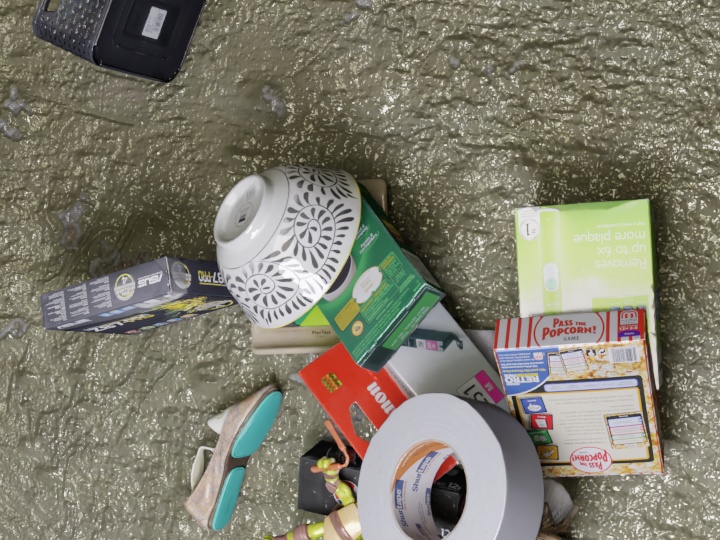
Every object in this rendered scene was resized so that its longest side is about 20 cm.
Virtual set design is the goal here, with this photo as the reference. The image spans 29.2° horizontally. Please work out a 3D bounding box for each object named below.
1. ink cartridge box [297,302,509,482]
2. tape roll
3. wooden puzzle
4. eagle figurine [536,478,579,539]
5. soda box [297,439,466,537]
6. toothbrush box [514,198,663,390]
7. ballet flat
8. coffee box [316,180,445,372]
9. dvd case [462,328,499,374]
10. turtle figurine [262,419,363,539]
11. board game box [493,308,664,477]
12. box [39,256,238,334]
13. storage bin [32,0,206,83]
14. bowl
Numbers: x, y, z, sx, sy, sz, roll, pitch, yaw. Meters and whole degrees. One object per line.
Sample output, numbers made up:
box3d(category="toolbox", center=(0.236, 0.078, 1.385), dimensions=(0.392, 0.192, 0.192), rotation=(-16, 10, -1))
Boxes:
box3d(category="ink cartridge box", center=(0.053, 0.131, 1.532), dimensions=(0.173, 0.044, 0.200), rotation=(-35, 72, -13))
box3d(category="tape roll", center=(0.089, 0.229, 1.408), dimensions=(0.199, 0.066, 0.202), rotation=(-14, 70, 41))
box3d(category="wooden puzzle", center=(-0.053, -0.004, 1.628), dimensions=(0.183, 0.037, 0.202), rotation=(-4, 84, 23))
box3d(category="eagle figurine", center=(0.161, 0.333, 1.458), dimensions=(0.152, 0.150, 0.201), rotation=(57, 139, 28))
box3d(category="soda box", center=(0.029, 0.253, 1.582), dimensions=(0.198, 0.063, 0.072), rotation=(10, 106, 21))
box3d(category="toothbrush box", center=(0.246, 0.028, 1.482), dimensions=(0.144, 0.086, 0.202), rotation=(-2, 90, 15))
box3d(category="ballet flat", center=(-0.163, 0.216, 1.667), dimensions=(0.067, 0.068, 0.201), rotation=(29, 99, 27))
box3d(category="coffee box", center=(0.000, 0.000, 1.527), dimensions=(0.123, 0.044, 0.200), rotation=(-50, 49, 15))
box3d(category="dvd case", center=(0.118, 0.142, 1.578), dimensions=(0.198, 0.016, 0.150), rotation=(2, 91, 22))
box3d(category="turtle figurine", center=(-0.028, 0.282, 1.542), dimensions=(0.161, 0.064, 0.201), rotation=(-34, 80, 11))
box3d(category="board game box", center=(0.227, 0.131, 1.415), dimensions=(0.150, 0.047, 0.201), rotation=(-4, 131, 15))
box3d(category="box", center=(-0.252, 0.031, 1.635), dimensions=(0.198, 0.161, 0.050), rotation=(-15, 76, 29))
box3d(category="storage bin", center=(-0.281, -0.311, 1.640), dimensions=(0.093, 0.200, 0.136), rotation=(25, 99, 21))
box3d(category="bowl", center=(-0.100, -0.046, 1.528), dimensions=(0.200, 0.094, 0.202), rotation=(-32, 42, 34))
